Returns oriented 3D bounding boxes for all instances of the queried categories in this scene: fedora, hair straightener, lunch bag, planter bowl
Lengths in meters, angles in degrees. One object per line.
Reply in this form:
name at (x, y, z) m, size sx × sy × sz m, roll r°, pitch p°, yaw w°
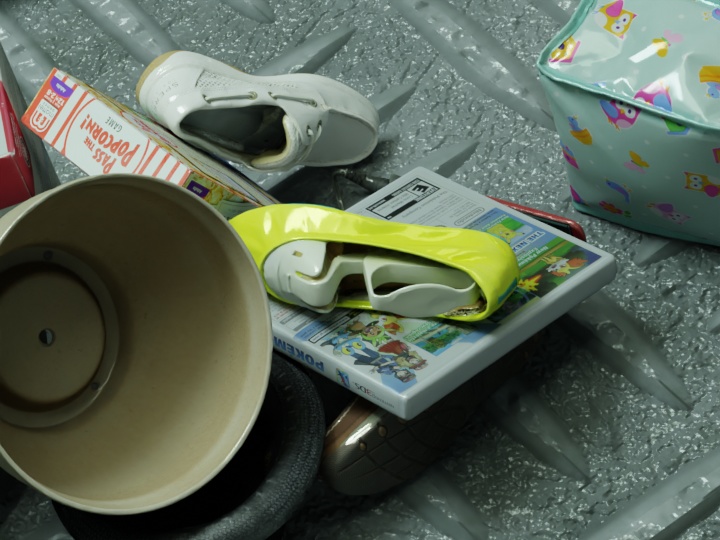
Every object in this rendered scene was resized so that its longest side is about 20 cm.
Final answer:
fedora at (-0.103, 0.135, 1.649) m, size 0.199 × 0.092 × 0.201 m, roll -8°, pitch 41°, yaw 7°
hair straightener at (0.055, -0.027, 1.787) m, size 0.199 × 0.041 × 0.077 m, roll 22°, pitch 57°, yaw 29°
lunch bag at (0.235, -0.097, 1.718) m, size 0.199 × 0.171 × 0.122 m, roll 19°, pitch 64°, yaw 27°
planter bowl at (-0.171, 0.043, 1.576) m, size 0.200 × 0.201 × 0.135 m, roll -43°, pitch 20°, yaw -23°

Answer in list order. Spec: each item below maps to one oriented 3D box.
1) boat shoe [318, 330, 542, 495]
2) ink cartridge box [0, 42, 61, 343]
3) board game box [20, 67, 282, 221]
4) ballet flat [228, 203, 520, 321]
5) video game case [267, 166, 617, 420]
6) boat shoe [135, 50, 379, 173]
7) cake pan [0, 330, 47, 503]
boat shoe at (0.035, 0.072, 1.690) m, size 0.072 × 0.076 × 0.200 m, roll 28°, pitch 51°, yaw 33°
ink cartridge box at (-0.281, -0.039, 1.774) m, size 0.144 × 0.200 × 0.146 m, roll -19°, pitch 47°, yaw 0°
board game box at (-0.114, -0.054, 1.749) m, size 0.151 × 0.200 × 0.046 m, roll 37°, pitch 95°, yaw 36°
ballet flat at (0.000, 0.000, 1.629) m, size 0.199 × 0.067 × 0.067 m, roll 5°, pitch 37°, yaw 12°
video game case at (0.035, 0.010, 1.686) m, size 0.200 × 0.022 × 0.182 m, roll -32°, pitch 42°, yaw -34°
boat shoe at (-0.062, -0.096, 1.804) m, size 0.199 × 0.071 × 0.069 m, roll 8°, pitch 34°, yaw -37°
cake pan at (-0.261, 0.085, 1.658) m, size 0.037 × 0.201 × 0.201 m, roll 14°, pitch 54°, yaw 24°
